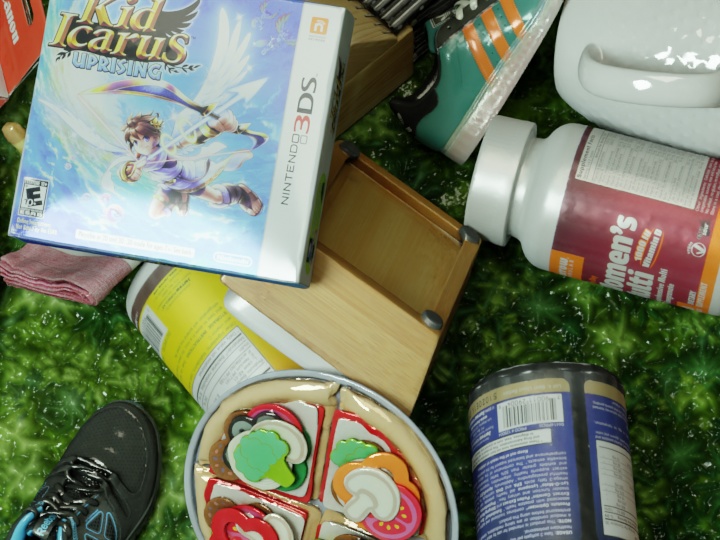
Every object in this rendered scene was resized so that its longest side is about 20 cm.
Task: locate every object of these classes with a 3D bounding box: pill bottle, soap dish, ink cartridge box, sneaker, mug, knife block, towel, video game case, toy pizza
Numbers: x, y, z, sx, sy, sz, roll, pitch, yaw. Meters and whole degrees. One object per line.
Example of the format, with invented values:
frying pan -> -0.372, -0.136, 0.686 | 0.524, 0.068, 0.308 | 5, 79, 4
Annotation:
pill bottle -> 0.181, -0.044, 1.700 | 0.199, 0.110, 0.110 | 15, 67, 9
soap dish -> 0.000, 0.000, 1.635 | 0.157, 0.081, 0.200 | 36, 27, -4
ink cartridge box -> -0.305, -0.156, 1.736 | 0.050, 0.200, 0.109 | 5, 57, -40
pill bottle -> -0.069, 0.064, 1.663 | 0.109, 0.109, 0.200 | -37, 69, -13
sneaker -> -0.197, 0.174, 1.634 | 0.073, 0.082, 0.201 | 18, 66, 13
mug -> 0.228, -0.151, 1.707 | 0.174, 0.200, 0.149 | 11, 110, 18
knife block -> -0.002, -0.161, 1.799 | 0.064, 0.175, 0.200 | 45, 119, 21
towel -> -0.162, -0.053, 1.713 | 0.200, 0.023, 0.144 | -46, 29, -23
video game case -> -0.116, -0.094, 1.534 | 0.199, 0.045, 0.182 | 9, 86, 8
pill bottle -> 0.133, 0.172, 1.603 | 0.111, 0.112, 0.201 | -3, 65, 1
sneaker -> 0.093, -0.181, 1.744 | 0.080, 0.071, 0.201 | 30, 100, -3
toy pizza -> -0.031, 0.162, 1.585 | 0.199, 0.201, 0.032 | 22, 28, 12

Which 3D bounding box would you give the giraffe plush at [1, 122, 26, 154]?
giraffe plush -> -0.149, -0.139, 1.683 | 0.172, 0.200, 0.162 | 32, 27, -11
